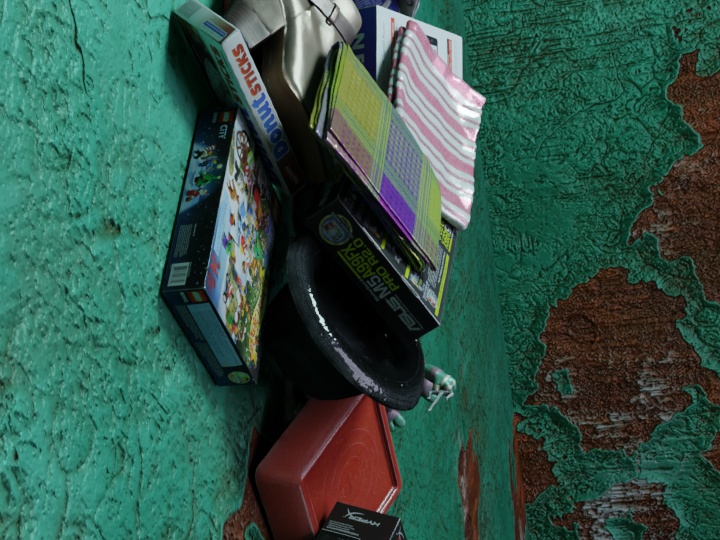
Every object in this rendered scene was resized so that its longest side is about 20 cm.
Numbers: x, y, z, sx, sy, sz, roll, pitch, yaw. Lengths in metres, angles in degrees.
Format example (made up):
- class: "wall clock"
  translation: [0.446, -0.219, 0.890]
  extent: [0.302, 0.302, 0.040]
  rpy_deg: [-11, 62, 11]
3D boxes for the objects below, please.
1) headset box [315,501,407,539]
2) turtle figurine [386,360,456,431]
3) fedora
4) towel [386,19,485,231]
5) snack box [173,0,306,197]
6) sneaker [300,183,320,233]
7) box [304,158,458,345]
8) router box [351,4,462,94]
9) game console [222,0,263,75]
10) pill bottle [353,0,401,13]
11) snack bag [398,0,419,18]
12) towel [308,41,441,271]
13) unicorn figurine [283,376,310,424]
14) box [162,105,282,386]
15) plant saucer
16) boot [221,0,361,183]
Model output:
- class: "headset box"
  translation: [-0.018, 0.347, 1.047]
  extent: [0.201, 0.076, 0.150]
  rpy_deg: [-57, 143, -38]
- class: "turtle figurine"
  translation: [0.042, 0.144, 1.375]
  extent: [0.200, 0.148, 0.102]
  rpy_deg: [49, 21, -72]
- class: "fedora"
  translation: [-0.027, 0.063, 1.055]
  extent: [0.200, 0.091, 0.202]
  rpy_deg: [43, 27, -29]
- class: "towel"
  translation: [0.082, -0.160, 1.215]
  extent: [0.146, 0.030, 0.202]
  rpy_deg: [41, 42, -34]
- class: "snack box"
  translation: [-0.104, -0.150, 1.002]
  extent: [0.024, 0.072, 0.201]
  rpy_deg: [-42, 145, -15]
- class: "sneaker"
  translation: [-0.034, -0.114, 1.305]
  extent: [0.075, 0.078, 0.201]
  rpy_deg: [-47, -163, 49]
- class: "box"
  translation: [0.027, -0.043, 1.115]
  extent: [0.161, 0.044, 0.201]
  rpy_deg: [51, 25, -18]
- class: "router box"
  translation: [0.052, -0.186, 1.292]
  extent: [0.179, 0.048, 0.203]
  rpy_deg: [4, 86, -53]
- class: "game console"
  translation: [-0.075, -0.225, 1.144]
  extent: [0.199, 0.031, 0.179]
  rpy_deg: [24, 65, -55]
- class: "pill bottle"
  translation: [-0.022, -0.364, 1.345]
  extent: [0.201, 0.110, 0.113]
  rpy_deg: [70, 20, -49]
- class: "snack bag"
  translation: [0.018, -0.401, 1.409]
  extent: [0.189, 0.021, 0.200]
  rpy_deg: [55, -12, 7]
- class: "towel"
  translation: [0.019, -0.107, 1.053]
  extent: [0.200, 0.023, 0.145]
  rpy_deg: [50, 32, -34]
- class: "unicorn figurine"
  translation: [-0.041, 0.114, 1.184]
  extent: [0.201, 0.073, 0.138]
  rpy_deg: [93, 0, -51]
- class: "box"
  translation: [-0.114, -0.022, 0.968]
  extent: [0.137, 0.037, 0.202]
  rpy_deg: [69, 20, -49]
- class: "plant saucer"
  translation: [-0.019, 0.212, 1.128]
  extent: [0.200, 0.036, 0.202]
  rpy_deg: [-50, 138, -43]
- class: "boot"
  translation: [-0.047, -0.204, 1.070]
  extent: [0.146, 0.070, 0.201]
  rpy_deg: [-45, 113, -38]
